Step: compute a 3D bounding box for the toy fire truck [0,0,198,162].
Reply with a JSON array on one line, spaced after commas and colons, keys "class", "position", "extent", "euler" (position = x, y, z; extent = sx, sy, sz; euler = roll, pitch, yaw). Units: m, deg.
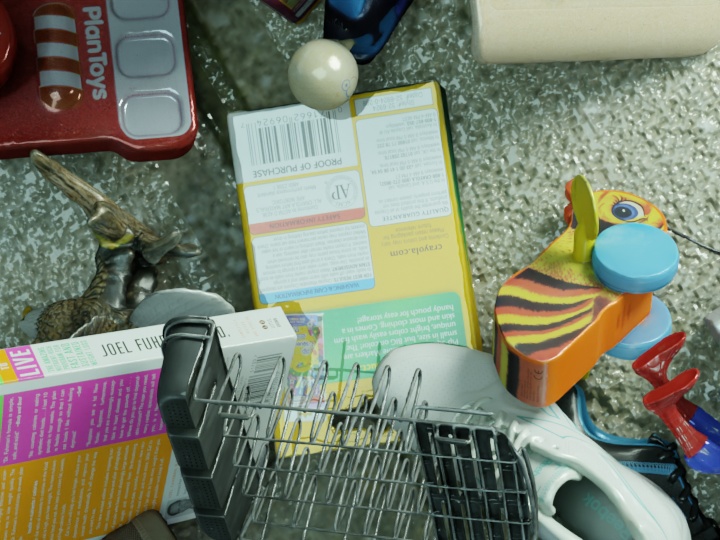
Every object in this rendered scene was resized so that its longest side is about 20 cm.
[{"class": "toy fire truck", "position": [-0.182, -0.155, 1.185], "extent": [0.167, 0.112, 0.201], "euler": [-4, 73, -11]}]

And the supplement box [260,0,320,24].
[{"class": "supplement box", "position": [-0.047, -0.212, 1.125], "extent": [0.086, 0.200, 0.110], "euler": [40, 95, 6]}]

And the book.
[{"class": "book", "position": [-0.140, 0.090, 1.129], "extent": [0.199, 0.134, 0.048], "euler": [-8, 44, -28]}]

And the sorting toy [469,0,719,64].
[{"class": "sorting toy", "position": [0.119, -0.216, 1.142], "extent": [0.184, 0.036, 0.201], "euler": [-6, 91, -35]}]

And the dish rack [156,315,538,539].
[{"class": "dish rack", "position": [-0.005, 0.099, 1.075], "extent": [0.199, 0.154, 0.055], "euler": [6, 52, 14]}]

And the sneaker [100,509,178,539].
[{"class": "sneaker", "position": [-0.094, 0.223, 1.106], "extent": [0.075, 0.071, 0.200], "euler": [-32, 53, -5]}]

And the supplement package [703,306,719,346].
[{"class": "supplement package", "position": [0.303, 0.021, 1.118], "extent": [0.200, 0.121, 0.120], "euler": [-34, 86, 7]}]

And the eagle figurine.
[{"class": "eagle figurine", "position": [-0.172, 0.058, 1.182], "extent": [0.151, 0.151, 0.201], "euler": [29, 83, -4]}]

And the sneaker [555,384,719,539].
[{"class": "sneaker", "position": [0.168, 0.140, 1.160], "extent": [0.200, 0.073, 0.082], "euler": [33, 92, 5]}]

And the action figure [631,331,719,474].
[{"class": "action figure", "position": [0.222, 0.122, 1.135], "extent": [0.052, 0.065, 0.200], "euler": [-33, 114, 8]}]

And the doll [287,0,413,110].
[{"class": "doll", "position": [0.020, -0.177, 1.153], "extent": [0.048, 0.137, 0.200], "euler": [31, 79, 14]}]

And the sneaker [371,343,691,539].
[{"class": "sneaker", "position": [0.090, 0.099, 1.110], "extent": [0.200, 0.080, 0.071], "euler": [33, 92, 16]}]

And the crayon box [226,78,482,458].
[{"class": "crayon box", "position": [0.000, 0.000, 1.193], "extent": [0.125, 0.052, 0.201], "euler": [-8, 88, 7]}]

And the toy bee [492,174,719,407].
[{"class": "toy bee", "position": [0.135, 0.001, 1.155], "extent": [0.109, 0.199, 0.131], "euler": [37, 123, 37]}]
